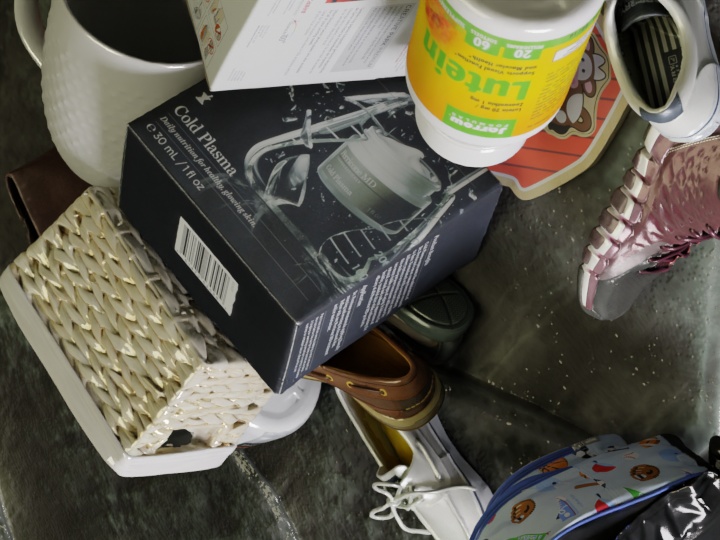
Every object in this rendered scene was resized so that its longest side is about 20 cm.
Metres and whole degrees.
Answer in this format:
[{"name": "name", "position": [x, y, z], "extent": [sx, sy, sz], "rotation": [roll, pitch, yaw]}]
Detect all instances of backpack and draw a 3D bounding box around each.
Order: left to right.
[{"name": "backpack", "position": [0.163, 0.213, 1.372], "extent": [0.154, 0.190, 0.201], "rotation": [24, 125, 54]}]

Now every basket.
[{"name": "basket", "position": [-0.161, 0.043, 1.497], "extent": [0.123, 0.135, 0.200], "rotation": [-46, 65, 24]}]

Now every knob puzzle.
[{"name": "knob puzzle", "position": [0.109, -0.143, 1.378], "extent": [0.219, 0.030, 0.220], "rotation": [19, 120, 37]}]

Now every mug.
[{"name": "mug", "position": [-0.192, -0.166, 1.500], "extent": [0.200, 0.148, 0.176], "rotation": [40, 140, 15]}]

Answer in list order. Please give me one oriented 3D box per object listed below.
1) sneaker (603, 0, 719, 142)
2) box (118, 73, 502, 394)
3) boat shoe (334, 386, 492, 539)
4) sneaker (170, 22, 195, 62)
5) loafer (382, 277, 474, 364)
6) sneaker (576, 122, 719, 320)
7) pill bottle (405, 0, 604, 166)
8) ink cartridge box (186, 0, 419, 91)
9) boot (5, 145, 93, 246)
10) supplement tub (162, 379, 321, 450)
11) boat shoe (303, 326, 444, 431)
[{"name": "sneaker", "position": [0.183, -0.180, 1.229], "extent": [0.073, 0.071, 0.200], "rotation": [-24, 72, 22]}, {"name": "box", "position": [-0.040, -0.054, 1.423], "extent": [0.200, 0.196, 0.124], "rotation": [48, 153, 16]}, {"name": "boat shoe", "position": [0.039, 0.163, 1.541], "extent": [0.075, 0.086, 0.202], "rotation": [-30, 86, 47]}, {"name": "sneaker", "position": [-0.180, -0.230, 1.583], "extent": [0.200, 0.078, 0.116], "rotation": [23, 122, 36]}, {"name": "loafer", "position": [0.000, 0.000, 1.521], "extent": [0.200, 0.072, 0.063], "rotation": [41, 142, 19]}, {"name": "sneaker", "position": [0.224, -0.023, 1.292], "extent": [0.115, 0.076, 0.200], "rotation": [37, 129, 22]}, {"name": "pill bottle", "position": [0.089, -0.150, 1.258], "extent": [0.111, 0.111, 0.200], "rotation": [49, 159, 16]}, {"name": "ink cartridge box", "position": [-0.004, -0.210, 1.315], "extent": [0.200, 0.175, 0.084], "rotation": [-50, 51, 57]}, {"name": "boot", "position": [-0.219, -0.108, 1.604], "extent": [0.072, 0.166, 0.200], "rotation": [-8, 103, 55]}, {"name": "supplement tub", "position": [-0.137, 0.100, 1.655], "extent": [0.200, 0.122, 0.123], "rotation": [-21, 93, 46]}, {"name": "boat shoe", "position": [-0.024, 0.052, 1.515], "extent": [0.200, 0.072, 0.068], "rotation": [28, 161, 26]}]
